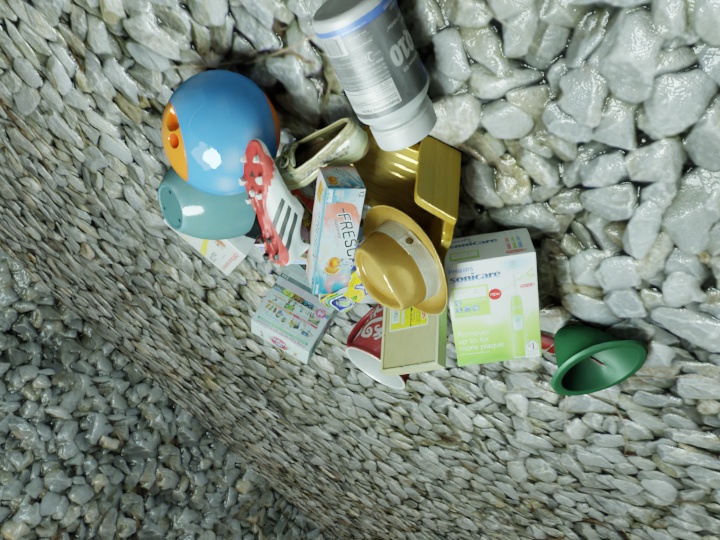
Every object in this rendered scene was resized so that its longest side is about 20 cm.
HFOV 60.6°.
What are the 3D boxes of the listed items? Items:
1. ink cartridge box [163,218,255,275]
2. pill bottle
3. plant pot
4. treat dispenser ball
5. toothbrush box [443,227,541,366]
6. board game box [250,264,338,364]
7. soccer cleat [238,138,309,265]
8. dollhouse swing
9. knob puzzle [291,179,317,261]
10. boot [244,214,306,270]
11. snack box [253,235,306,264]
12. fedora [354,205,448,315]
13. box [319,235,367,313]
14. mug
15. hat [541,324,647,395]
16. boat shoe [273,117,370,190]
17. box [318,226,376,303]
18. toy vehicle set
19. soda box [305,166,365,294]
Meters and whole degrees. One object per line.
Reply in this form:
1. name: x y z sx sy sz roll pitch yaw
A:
1. ink cartridge box: -0.338 -0.099 1.413 0.199 0.084 0.145 41 147 -12
2. pill bottle: 0.026 -0.272 0.833 0.112 0.115 0.202 2 137 39
3. plant pot: -0.319 -0.145 1.219 0.198 0.133 0.204 26 129 37
4. treat dispenser ball: -0.233 -0.230 1.037 0.197 0.203 0.203 22 147 16
5. toothbrush box: 0.217 0.047 1.019 0.142 0.087 0.204 -8 119 8
6. board game box: -0.128 0.077 1.350 0.145 0.202 0.065 28 148 7
7. soccer cleat: -0.132 -0.109 0.970 0.068 0.084 0.205 6 115 47
8. dollhouse swing: 0.056 -0.101 0.997 0.171 0.185 0.201 11 147 -2
9. knob puzzle: -0.083 -0.104 1.073 0.030 0.222 0.220 -19 122 44
10. boot: -0.170 -0.074 1.312 0.166 0.077 0.200 20 164 44
11. snack box: -0.132 -0.040 1.164 0.071 0.025 0.198 37 162 -29
12. fedora: 0.050 -0.001 0.967 0.200 0.081 0.203 42 152 29
13. box: 0.000 0.000 1.161 0.063 0.071 0.200 22 140 -26
14. mug: 0.059 0.099 1.205 0.175 0.202 0.134 21 156 29
15. hat: 0.384 0.109 1.113 0.195 0.179 0.168 -10 140 -4
16. boat shoe: -0.081 -0.187 0.974 0.196 0.075 0.063 -21 145 24
17. box: -0.019 -0.008 1.244 0.152 0.042 0.202 2 141 6
18. toy vehicle set: 0.094 0.076 1.082 0.122 0.205 0.026 -14 151 39
19. soda box: -0.043 -0.061 0.983 0.062 0.069 0.203 -3 128 -17
